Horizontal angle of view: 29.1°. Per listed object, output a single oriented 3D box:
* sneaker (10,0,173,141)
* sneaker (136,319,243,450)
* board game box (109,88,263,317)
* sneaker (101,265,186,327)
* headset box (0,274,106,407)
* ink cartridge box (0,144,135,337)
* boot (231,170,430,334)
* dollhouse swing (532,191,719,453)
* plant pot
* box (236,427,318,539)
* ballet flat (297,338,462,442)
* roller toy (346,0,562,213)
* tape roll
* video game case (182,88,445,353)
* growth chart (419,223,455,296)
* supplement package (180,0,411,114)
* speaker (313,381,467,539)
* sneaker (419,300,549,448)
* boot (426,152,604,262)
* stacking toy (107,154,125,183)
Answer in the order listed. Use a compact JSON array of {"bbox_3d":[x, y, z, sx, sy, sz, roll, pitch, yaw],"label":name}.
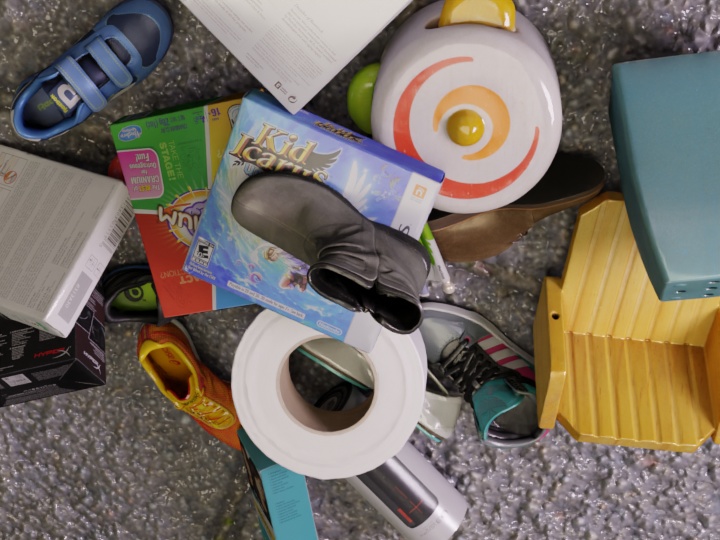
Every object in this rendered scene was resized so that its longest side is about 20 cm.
[{"bbox_3d":[-0.265,-0.191,1.363,0.199,0.082,0.074,-36,107,17],"label":"sneaker"},{"bbox_3d":[-0.177,0.139,1.514,0.073,0.077,0.200,-35,116,18],"label":"sneaker"},{"bbox_3d":[-0.145,-0.063,1.354,0.151,0.040,0.202,-9,106,18],"label":"board game box"},{"bbox_3d":[-0.183,0.026,1.459,0.197,0.083,0.071,-9,117,9],"label":"sneaker"},{"bbox_3d":[-0.344,0.028,1.427,0.147,0.202,0.077,-13,151,10],"label":"headset box"},{"bbox_3d":[-0.338,-0.035,1.391,0.198,0.162,0.050,16,159,30],"label":"ink cartridge box"},{"bbox_3d":[-0.029,-0.019,1.202,0.198,0.131,0.068,24,110,1],"label":"boot"},{"bbox_3d":[0.289,0.052,1.379,0.197,0.183,0.177,7,141,-5],"label":"dollhouse swing"},{"bbox_3d":[0.312,-0.081,1.280,0.139,0.141,0.203,-6,76,7],"label":"plant pot"},{"bbox_3d":[-0.086,0.268,1.547,0.049,0.082,0.202,-19,124,-15],"label":"box"},{"bbox_3d":[0.025,0.108,1.496,0.199,0.070,0.070,33,114,-7],"label":"ballet flat"},{"bbox_3d":[0.102,-0.157,1.315,0.200,0.140,0.182,-41,106,21],"label":"roller toy"},{"bbox_3d":[-0.031,0.106,1.422,0.200,0.071,0.205,1,103,6],"label":"tape roll"},{"bbox_3d":[-0.045,-0.045,1.290,0.198,0.045,0.183,23,110,2],"label":"video game case"},{"bbox_3d":[0.000,0.000,1.439,0.198,0.018,0.145,-15,122,27],"label":"growth chart"},{"bbox_3d":[-0.035,-0.281,1.260,0.200,0.151,0.152,-41,105,21],"label":"supplement package"},{"bbox_3d":[0.028,0.219,1.537,0.081,0.081,0.200,-37,108,20],"label":"speaker"},{"bbox_3d":[0.126,0.119,1.456,0.199,0.121,0.084,31,115,-10],"label":"sneaker"},{"bbox_3d":[0.155,-0.062,1.405,0.198,0.074,0.076,-14,130,18],"label":"boot"},{"bbox_3d":[-0.161,-0.085,1.410,0.197,0.086,0.086,6,116,7],"label":"stacking toy"}]
